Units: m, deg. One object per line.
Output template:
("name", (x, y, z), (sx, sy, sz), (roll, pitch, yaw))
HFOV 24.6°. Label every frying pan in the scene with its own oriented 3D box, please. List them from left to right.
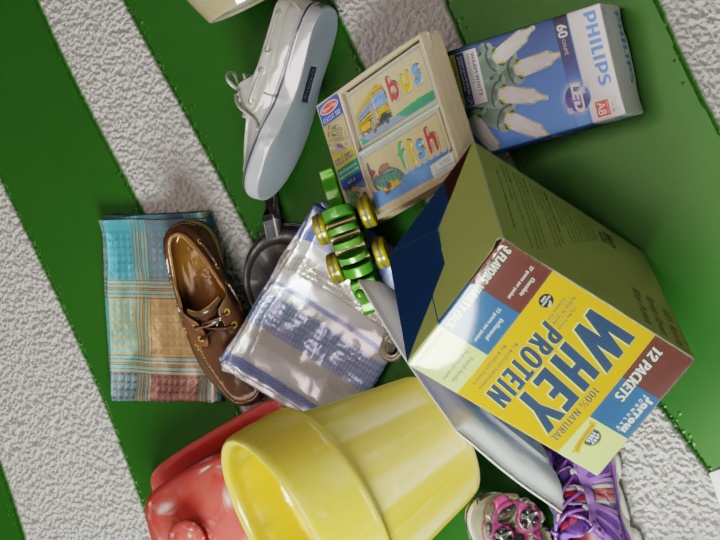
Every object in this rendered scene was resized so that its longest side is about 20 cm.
("frying pan", (-0.070, -0.027, 1.662), (0.114, 0.031, 0.192), (8, 99, 27))

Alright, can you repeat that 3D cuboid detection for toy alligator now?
("toy alligator", (0.000, 0.000, 1.564), (0.059, 0.054, 0.202), (-18, 100, 10))

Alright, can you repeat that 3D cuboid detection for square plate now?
("square plate", (0.095, 0.105, 1.452), (0.028, 0.198, 0.201), (-41, 47, 8))

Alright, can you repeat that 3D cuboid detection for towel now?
("towel", (-0.211, 0.038, 1.743), (0.145, 0.022, 0.203), (-2, 92, 29))
("towel", (-0.033, 0.050, 1.617), (0.146, 0.024, 0.201), (32, 105, 0))

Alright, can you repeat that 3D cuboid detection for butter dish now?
("butter dish", (-0.138, 0.259, 1.643), (0.199, 0.147, 0.201), (-30, 79, 26))

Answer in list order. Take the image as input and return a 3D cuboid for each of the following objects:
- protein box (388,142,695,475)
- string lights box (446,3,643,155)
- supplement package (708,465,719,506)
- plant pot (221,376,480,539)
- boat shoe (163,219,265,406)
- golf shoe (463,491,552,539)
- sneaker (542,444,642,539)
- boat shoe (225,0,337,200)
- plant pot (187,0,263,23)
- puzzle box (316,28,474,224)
("protein box", (0.147, 0.030, 1.406), (0.199, 0.199, 0.135), (31, 111, -18))
("string lights box", (0.150, -0.167, 1.515), (0.198, 0.059, 0.104), (-15, 88, 29))
("supplement package", (0.416, 0.205, 1.362), (0.198, 0.111, 0.157), (-22, 82, 27))
("plant pot", (0.000, 0.199, 1.524), (0.201, 0.188, 0.202), (45, 151, 32))
("boat shoe", (-0.152, 0.046, 1.671), (0.071, 0.068, 0.202), (-22, 91, 8))
("golf shoe", (0.160, 0.297, 1.538), (0.202, 0.072, 0.092), (66, 160, -3))
("sneaker", (0.200, 0.208, 1.494), (0.080, 0.083, 0.202), (-28, 79, 26))
("boat shoe", (-0.094, -0.176, 1.640), (0.085, 0.074, 0.204), (22, 100, 25))
("plant pot", (-0.152, -0.353, 1.618), (0.186, 0.187, 0.202), (-22, 96, 27))
("puzzle box", (0.032, -0.128, 1.549), (0.200, 0.025, 0.135), (-28, 76, 56))
